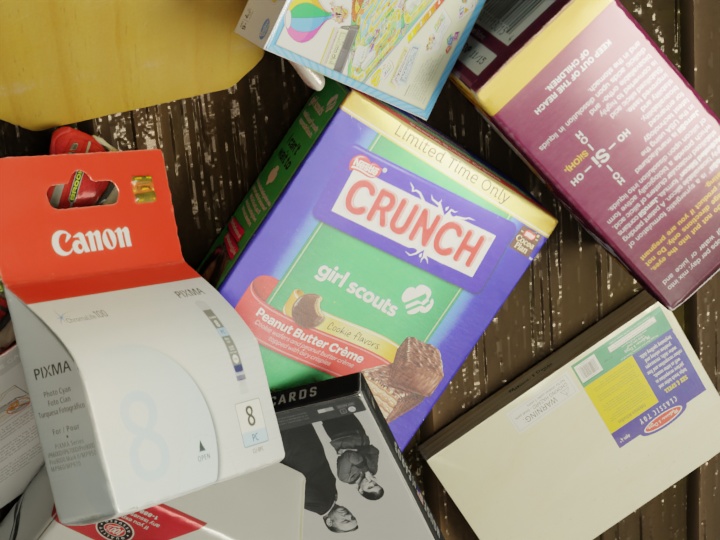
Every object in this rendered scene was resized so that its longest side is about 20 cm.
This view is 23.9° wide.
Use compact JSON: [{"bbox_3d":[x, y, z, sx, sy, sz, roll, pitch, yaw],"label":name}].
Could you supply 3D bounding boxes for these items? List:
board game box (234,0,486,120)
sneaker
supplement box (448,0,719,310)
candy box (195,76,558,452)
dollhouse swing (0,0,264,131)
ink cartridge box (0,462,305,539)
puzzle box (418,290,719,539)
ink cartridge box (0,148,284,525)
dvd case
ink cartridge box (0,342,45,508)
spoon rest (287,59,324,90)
[{"bbox_3d":[0.028,-0.199,0.966,0.134,0.034,0.200,19,101,-43],"label":"board game box"},{"bbox_3d":[-0.219,-0.004,1.033,0.085,0.077,0.200,42,92,-4],"label":"sneaker"},{"bbox_3d":[0.149,-0.092,1.059,0.103,0.131,0.200,-44,113,4],"label":"supplement box"},{"bbox_3d":[0.000,0.000,1.078,0.169,0.077,0.200,30,99,-22],"label":"candy box"},{"bbox_3d":[-0.157,-0.210,0.987,0.200,0.176,0.182,-14,70,-9],"label":"dollhouse swing"},{"bbox_3d":[-0.147,0.185,1.059,0.144,0.084,0.200,28,124,-19],"label":"ink cartridge box"},{"bbox_3d":[0.156,0.120,1.190,0.200,0.025,0.133,-34,113,-2],"label":"puzzle box"},{"bbox_3d":[-0.122,0.027,0.948,0.047,0.160,0.200,-13,88,32],"label":"ink cartridge box"},{"bbox_3d":[-0.035,0.157,1.101,0.150,0.025,0.200,-14,129,14],"label":"dvd case"},{"bbox_3d":[-0.239,0.096,1.009,0.200,0.045,0.176,-35,157,-2],"label":"ink cartridge box"},{"bbox_3d":[0.022,-0.193,1.036,0.200,0.061,0.099,-44,116,-12],"label":"spoon rest"}]
